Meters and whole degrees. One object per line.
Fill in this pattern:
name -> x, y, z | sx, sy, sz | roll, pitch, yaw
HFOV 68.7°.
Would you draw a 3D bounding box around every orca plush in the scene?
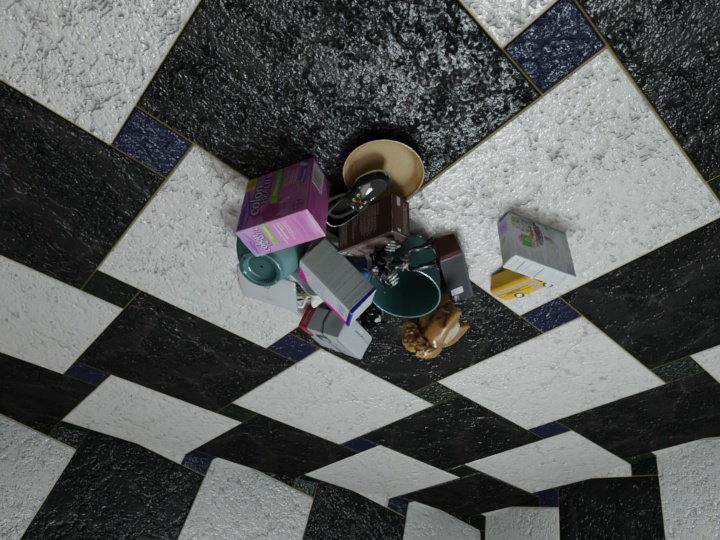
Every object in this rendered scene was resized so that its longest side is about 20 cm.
orca plush -> 0.032, 0.161, 1.685 | 0.104, 0.072, 0.200 | 31, 161, -6

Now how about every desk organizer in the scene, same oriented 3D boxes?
desk organizer -> 0.265, -0.002, 1.505 | 0.070, 0.078, 0.202 | -21, 137, 4

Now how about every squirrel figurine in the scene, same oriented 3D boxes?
squirrel figurine -> 0.185, 0.144, 1.519 | 0.201, 0.186, 0.141 | -49, 148, 4

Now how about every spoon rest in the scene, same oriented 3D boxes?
spoon rest -> -0.154, 0.040, 1.543 | 0.198, 0.061, 0.099 | 18, 163, 43

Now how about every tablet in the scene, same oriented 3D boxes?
tablet -> -0.283, 0.057, 1.610 | 0.195, 0.014, 0.132 | 15, 134, 14

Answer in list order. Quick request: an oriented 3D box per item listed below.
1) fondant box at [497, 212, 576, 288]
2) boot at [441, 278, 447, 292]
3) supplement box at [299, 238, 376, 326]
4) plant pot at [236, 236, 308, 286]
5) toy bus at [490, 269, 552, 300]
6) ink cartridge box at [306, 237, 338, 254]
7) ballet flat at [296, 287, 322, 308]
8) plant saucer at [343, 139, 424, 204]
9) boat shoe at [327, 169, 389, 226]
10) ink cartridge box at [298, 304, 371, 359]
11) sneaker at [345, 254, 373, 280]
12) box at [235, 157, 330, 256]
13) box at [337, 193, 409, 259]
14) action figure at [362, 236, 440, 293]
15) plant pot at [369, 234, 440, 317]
fondant box -> 0.463, -0.053, 1.389 | 0.196, 0.147, 0.058 | 18, 141, -18
boot -> 0.159, 0.080, 1.632 | 0.195, 0.067, 0.177 | 8, 139, -4
supplement box -> -0.064, 0.032, 1.405 | 0.200, 0.103, 0.102 | 43, 157, 11
plant pot -> -0.251, -0.045, 1.418 | 0.195, 0.136, 0.203 | 6, 133, 7
toy bus -> 0.469, 0.023, 1.512 | 0.077, 0.066, 0.199 | 24, 150, -23
ink cartridge box -> -0.100, -0.021, 1.545 | 0.118, 0.043, 0.199 | -27, 134, 31
ballet flat -> -0.164, 0.084, 1.650 | 0.195, 0.073, 0.073 | -3, 141, 6
plant saucer -> 0.056, -0.242, 1.269 | 0.195, 0.036, 0.203 | 2, 140, 2
boat shoe -> -0.008, -0.172, 1.283 | 0.199, 0.064, 0.073 | -29, 129, 31
ink cartridge box -> -0.082, 0.198, 1.705 | 0.197, 0.084, 0.145 | 11, 153, 44
sneaker -> 0.000, 0.000, 1.513 | 0.087, 0.080, 0.202 | -11, 139, 5
box -> -0.184, -0.154, 1.278 | 0.196, 0.179, 0.097 | -15, 139, 21
box -> 0.032, -0.108, 1.344 | 0.074, 0.103, 0.198 | 18, 155, -39
action figure -> 0.088, -0.020, 1.276 | 0.196, 0.122, 0.102 | -17, 166, 18
plant pot -> 0.129, 0.001, 1.449 | 0.195, 0.163, 0.203 | 8, 139, 7
